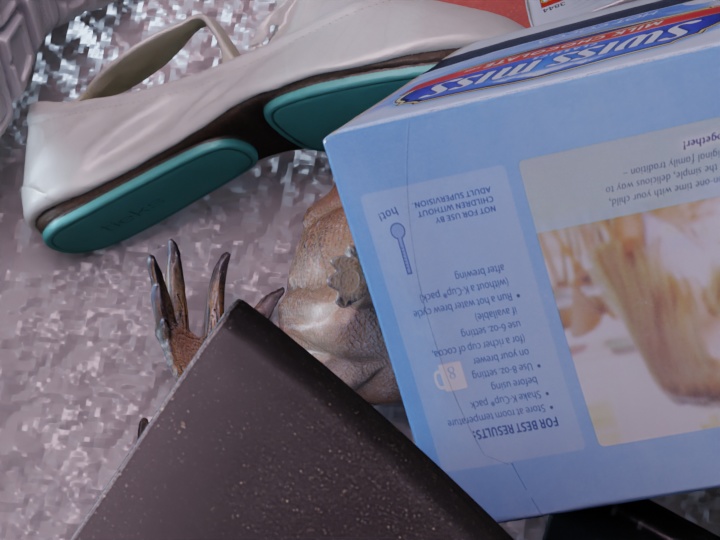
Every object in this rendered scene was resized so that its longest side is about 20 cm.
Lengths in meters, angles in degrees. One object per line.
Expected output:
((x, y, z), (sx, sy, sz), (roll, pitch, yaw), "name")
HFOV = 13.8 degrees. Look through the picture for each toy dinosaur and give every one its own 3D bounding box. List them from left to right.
((0.000, 0.000, 1.033), (0.135, 0.086, 0.200), (-3, 34, 48), "toy dinosaur")

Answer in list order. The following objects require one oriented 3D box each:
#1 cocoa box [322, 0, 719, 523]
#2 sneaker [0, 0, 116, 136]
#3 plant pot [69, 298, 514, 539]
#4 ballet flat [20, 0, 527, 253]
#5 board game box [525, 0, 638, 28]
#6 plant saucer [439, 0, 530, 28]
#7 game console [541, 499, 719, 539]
((0.114, -0.015, 0.892), (0.200, 0.131, 0.134), (-12, 102, 27), "cocoa box")
((-0.145, -0.116, 1.089), (0.091, 0.078, 0.200), (10, 41, 26), "sneaker")
((-0.016, 0.159, 0.824), (0.177, 0.200, 0.200), (30, 72, 5), "plant pot")
((-0.036, -0.068, 1.051), (0.200, 0.069, 0.070), (-20, 61, 17), "ballet flat")
((0.170, -0.070, 0.998), (0.200, 0.126, 0.035), (-20, 30, 10), "board game box")
((0.099, -0.140, 1.110), (0.200, 0.037, 0.200), (9, 65, 12), "plant saucer")
((0.109, 0.193, 0.903), (0.200, 0.176, 0.116), (28, 42, 18), "game console")
